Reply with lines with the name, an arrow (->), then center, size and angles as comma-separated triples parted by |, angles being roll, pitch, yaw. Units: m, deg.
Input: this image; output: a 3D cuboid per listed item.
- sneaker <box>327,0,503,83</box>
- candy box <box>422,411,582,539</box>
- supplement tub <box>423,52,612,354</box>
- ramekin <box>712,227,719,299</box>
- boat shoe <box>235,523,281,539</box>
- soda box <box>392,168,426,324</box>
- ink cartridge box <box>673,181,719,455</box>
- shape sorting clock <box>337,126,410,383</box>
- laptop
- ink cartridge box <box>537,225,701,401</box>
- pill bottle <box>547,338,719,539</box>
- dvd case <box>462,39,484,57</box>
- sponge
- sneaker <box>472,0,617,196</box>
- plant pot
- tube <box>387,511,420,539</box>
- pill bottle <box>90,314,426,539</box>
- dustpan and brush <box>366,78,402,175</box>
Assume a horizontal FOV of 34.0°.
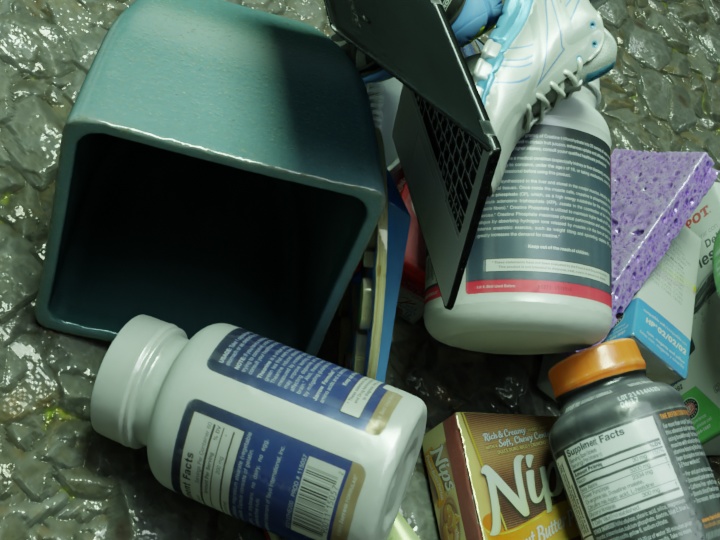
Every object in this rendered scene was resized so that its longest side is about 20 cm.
sneaker -> 0.031, -0.194, 0.889 | 0.070, 0.199, 0.084 | -31, 100, -30
candy box -> 0.150, 0.176, 0.909 | 0.197, 0.055, 0.117 | 6, 59, -30
supplement tub -> 0.117, -0.046, 0.876 | 0.138, 0.140, 0.204 | 9, 77, -28
ramekin -> 0.380, 0.005, 0.946 | 0.197, 0.098, 0.203 | 15, 54, -22
boat shoe -> -0.051, 0.249, 0.725 | 0.062, 0.071, 0.202 | -20, 58, 1
soda box -> 0.056, -0.058, 0.997 | 0.069, 0.063, 0.202 | 30, 49, -13
ink cartridge box -> 0.326, 0.045, 1.052 | 0.083, 0.146, 0.203 | 4, 58, -29
shape sorting clock -> 0.000, 0.000, 0.834 | 0.039, 0.201, 0.203 | 7, 55, -7
laptop -> 0.008, -0.113, 0.743 | 0.114, 0.202, 0.189 | 1, 42, -13
ink cartridge box -> 0.228, 0.020, 1.019 | 0.067, 0.115, 0.202 | 35, 48, -17
pill bottle -> 0.201, 0.154, 0.847 | 0.105, 0.106, 0.203 | -4, 67, -35
dvd case -> 0.132, -0.147, 1.068 | 0.199, 0.017, 0.144 | 16, 47, -62
sponge -> 0.201, -0.019, 0.979 | 0.030, 0.111, 0.201 | 45, 75, -28
sneaker -> 0.125, -0.137, 0.789 | 0.085, 0.075, 0.203 | 18, 72, 10
plant pot -> -0.101, -0.078, 0.811 | 0.193, 0.198, 0.202 | 12, 47, -13
tube -> 0.050, 0.231, 0.764 | 0.058, 0.052, 0.200 | -36, 67, -24
pill bottle -> -0.065, 0.101, 0.747 | 0.197, 0.112, 0.112 | 20, 47, 12
dustpan and brush -> -0.014, -0.089, 0.960 | 0.137, 0.057, 0.204 | 10, 84, 18
